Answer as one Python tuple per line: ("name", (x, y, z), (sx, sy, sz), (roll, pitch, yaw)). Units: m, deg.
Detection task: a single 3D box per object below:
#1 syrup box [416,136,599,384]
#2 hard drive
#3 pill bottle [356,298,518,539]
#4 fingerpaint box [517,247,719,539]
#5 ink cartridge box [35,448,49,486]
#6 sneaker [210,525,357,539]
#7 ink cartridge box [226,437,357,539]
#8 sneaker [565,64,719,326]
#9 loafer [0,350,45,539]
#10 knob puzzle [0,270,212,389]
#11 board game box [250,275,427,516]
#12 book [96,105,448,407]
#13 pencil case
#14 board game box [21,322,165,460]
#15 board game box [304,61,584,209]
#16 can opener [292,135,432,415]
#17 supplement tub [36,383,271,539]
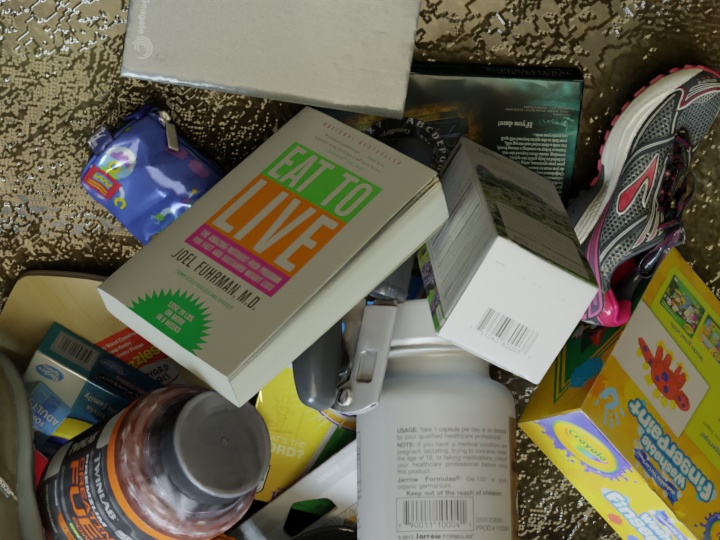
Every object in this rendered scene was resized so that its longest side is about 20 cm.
("syrup box", (0.093, -0.012, 1.296), (0.078, 0.200, 0.082), (27, 107, -14))
("hard drive", (-0.058, -0.189, 1.317), (0.199, 0.033, 0.140), (8, 99, -4))
("pill bottle", (0.054, 0.125, 1.351), (0.114, 0.114, 0.201), (0, 80, -2))
("fingerpaint box", (0.230, 0.113, 1.407), (0.200, 0.167, 0.073), (46, 145, -20))
("ink cartridge box", (-0.334, 0.173, 1.409), (0.200, 0.084, 0.176), (37, 117, 9))
("sneaker", (-0.085, 0.248, 1.430), (0.199, 0.076, 0.092), (0, 130, -6))
("ink cartridge box", (0.008, 0.224, 1.478), (0.176, 0.045, 0.200), (48, 127, -4))
("sneaker", (0.205, -0.052, 1.358), (0.080, 0.075, 0.201), (23, 99, -51))
("loafer", (-0.263, 0.144, 1.333), (0.069, 0.201, 0.075), (-3, 151, -22))
("knob puzzle", (-0.194, 0.080, 1.445), (0.218, 0.030, 0.221), (4, 117, 9))
("board game box", (-0.003, 0.094, 1.458), (0.152, 0.040, 0.201), (14, 113, -8))
("book", (-0.058, -0.014, 1.269), (0.200, 0.133, 0.048), (-44, 144, -21))
("pencil case", (-0.106, -0.035, 1.353), (0.200, 0.078, 0.087), (41, 123, -2))
("board game box", (-0.211, 0.160, 1.444), (0.150, 0.047, 0.201), (29, 117, -4))
("board game box", (0.056, -0.083, 1.388), (0.199, 0.028, 0.136), (2, 114, -4))
("can opener", (0.000, 0.000, 1.318), (0.067, 0.053, 0.201), (21, 75, -47))
("supplement tub", (-0.137, 0.139, 1.291), (0.107, 0.107, 0.200), (35, 147, -16))
